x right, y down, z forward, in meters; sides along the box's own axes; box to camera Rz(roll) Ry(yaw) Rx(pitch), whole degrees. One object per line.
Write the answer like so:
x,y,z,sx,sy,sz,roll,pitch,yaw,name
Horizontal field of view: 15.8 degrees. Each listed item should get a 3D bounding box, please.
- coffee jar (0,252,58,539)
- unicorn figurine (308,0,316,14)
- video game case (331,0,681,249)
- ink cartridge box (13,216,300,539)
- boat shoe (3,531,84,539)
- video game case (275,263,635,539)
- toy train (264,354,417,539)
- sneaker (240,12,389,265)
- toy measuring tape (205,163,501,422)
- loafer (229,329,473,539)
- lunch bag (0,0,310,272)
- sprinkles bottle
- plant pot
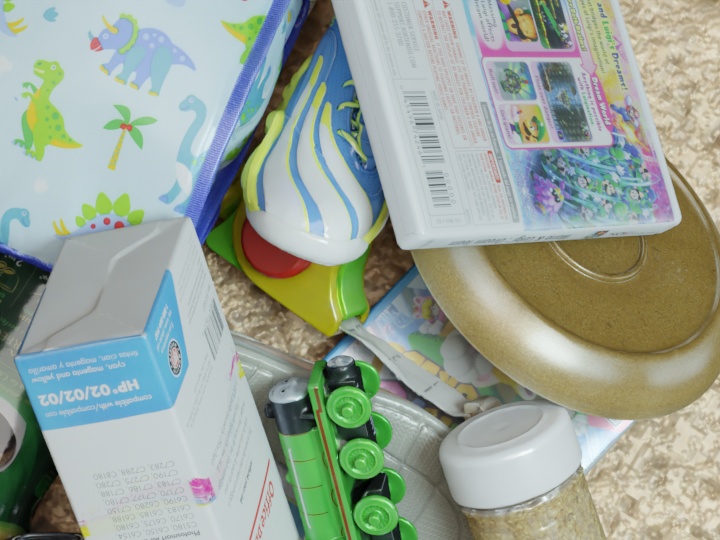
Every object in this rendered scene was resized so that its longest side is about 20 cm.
-0.186,0.071,1.324,0.104,0.085,0.200,33,80,3,coffee jar
-0.030,-0.186,1.385,0.137,0.074,0.200,36,97,1,unicorn figurine
0.067,-0.110,1.294,0.182,0.024,0.200,-4,73,-41,video game case
-0.090,0.091,1.228,0.068,0.115,0.200,-11,117,14,ink cartridge box
-0.101,0.167,1.303,0.200,0.062,0.075,11,116,-32,boat shoe
0.041,0.086,1.370,0.143,0.018,0.200,44,82,2,video game case
-0.002,0.133,1.295,0.056,0.042,0.200,-8,113,13,toy train
-0.007,-0.088,1.298,0.076,0.200,0.105,18,121,-4,sneaker
0.000,0.000,1.340,0.200,0.074,0.074,35,81,18,toy measuring tape
-0.013,0.078,1.326,0.200,0.063,0.072,27,107,-15,loafer
-0.134,-0.095,1.289,0.170,0.127,0.200,21,75,3,lunch bag
0.101,0.166,1.302,0.068,0.068,0.200,-22,108,-6,sprinkles bottle
0.114,-0.016,1.327,0.200,0.027,0.200,18,49,-22,plant pot
